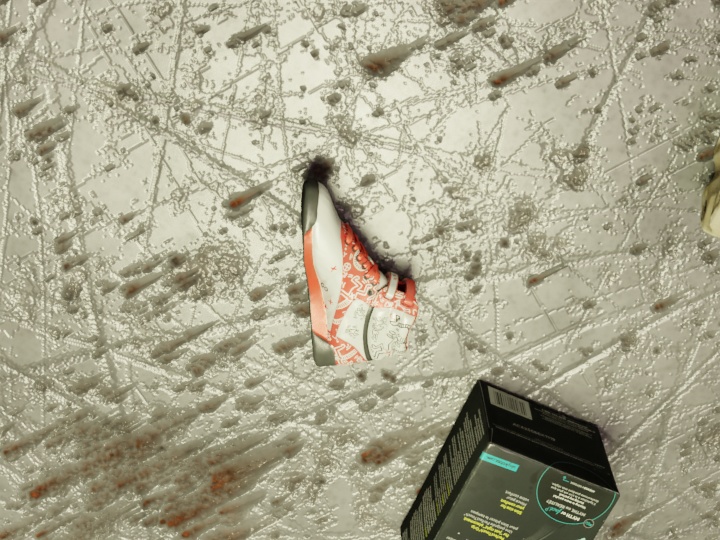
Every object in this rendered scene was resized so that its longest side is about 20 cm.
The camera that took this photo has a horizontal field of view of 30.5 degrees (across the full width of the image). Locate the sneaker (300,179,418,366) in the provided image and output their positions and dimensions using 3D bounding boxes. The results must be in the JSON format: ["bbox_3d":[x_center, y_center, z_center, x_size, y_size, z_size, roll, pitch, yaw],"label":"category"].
[{"bbox_3d":[0.000,0.000,1.291,0.107,0.067,0.202,-4,117,0],"label":"sneaker"}]

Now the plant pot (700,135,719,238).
[{"bbox_3d":[0.418,-0.074,1.207,0.182,0.201,0.201,15,113,5],"label":"plant pot"}]

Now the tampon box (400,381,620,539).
[{"bbox_3d":[0.149,0.249,1.366,0.149,0.126,0.201,22,112,-9],"label":"tampon box"}]
